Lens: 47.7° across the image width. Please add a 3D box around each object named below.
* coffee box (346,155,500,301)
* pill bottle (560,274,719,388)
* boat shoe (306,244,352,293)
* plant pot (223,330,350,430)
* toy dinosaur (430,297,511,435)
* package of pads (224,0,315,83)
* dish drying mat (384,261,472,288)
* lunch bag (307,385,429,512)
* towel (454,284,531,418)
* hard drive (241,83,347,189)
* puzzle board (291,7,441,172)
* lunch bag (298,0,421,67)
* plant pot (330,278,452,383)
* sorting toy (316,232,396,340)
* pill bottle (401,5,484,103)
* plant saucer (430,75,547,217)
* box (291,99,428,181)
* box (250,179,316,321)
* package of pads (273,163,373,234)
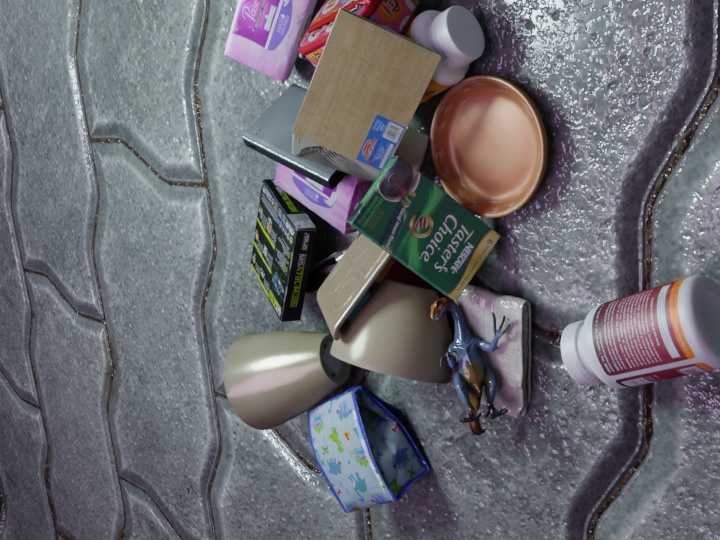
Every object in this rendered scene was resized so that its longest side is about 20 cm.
[{"bbox_3d":[0.093,-0.060,1.183,0.199,0.123,0.044,37,178,-14],"label":"coffee box"},{"bbox_3d":[0.357,0.085,1.028,0.199,0.112,0.114,-24,86,47],"label":"pill bottle"},{"bbox_3d":[-0.040,0.004,1.442,0.199,0.057,0.067,-26,84,53],"label":"boat shoe"},{"bbox_3d":[-0.123,0.190,1.534,0.199,0.187,0.189,-19,90,34],"label":"plant pot"},{"bbox_3d":[0.149,0.138,1.230,0.201,0.104,0.183,112,143,-56],"label":"toy dinosaur"},{"bbox_3d":[-0.145,-0.426,1.355,0.120,0.076,0.201,23,129,-5],"label":"package of pads"},{"bbox_3d":[0.098,-0.007,1.333,0.199,0.018,0.078,-1,104,46],"label":"dish drying mat"},{"bbox_3d":[0.001,0.315,1.471,0.170,0.127,0.201,-34,89,47],"label":"lunch bag"},{"bbox_3d":[0.200,0.124,1.252,0.132,0.034,0.202,15,119,41],"label":"towel"},{"bbox_3d":[-0.080,-0.224,1.349,0.199,0.140,0.033,29,157,29],"label":"hard drive"},{"bbox_3d":[0.005,-0.246,1.139,0.150,0.017,0.201,22,127,-7],"label":"puzzle board"},{"bbox_3d":[-0.003,-0.360,1.186,0.082,0.177,0.199,39,157,-26],"label":"lunch bag"},{"bbox_3d":[0.063,0.088,1.299,0.199,0.199,0.136,15,91,42],"label":"plant pot"},{"bbox_3d":[0.000,0.000,1.300,0.201,0.036,0.185,-58,18,8],"label":"sorting toy"},{"bbox_3d":[0.081,-0.301,1.179,0.199,0.109,0.110,-21,89,48],"label":"pill bottle"},{"bbox_3d":[0.186,-0.178,1.168,0.199,0.037,0.202,19,117,42],"label":"plant saucer"},{"bbox_3d":[-0.002,-0.191,1.246,0.198,0.069,0.082,19,159,2],"label":"box"},{"bbox_3d":[-0.147,-0.040,1.510,0.200,0.047,0.195,-127,40,-50],"label":"box"},{"bbox_3d":[-0.059,-0.163,1.398,0.200,0.075,0.121,37,128,31],"label":"package of pads"}]
